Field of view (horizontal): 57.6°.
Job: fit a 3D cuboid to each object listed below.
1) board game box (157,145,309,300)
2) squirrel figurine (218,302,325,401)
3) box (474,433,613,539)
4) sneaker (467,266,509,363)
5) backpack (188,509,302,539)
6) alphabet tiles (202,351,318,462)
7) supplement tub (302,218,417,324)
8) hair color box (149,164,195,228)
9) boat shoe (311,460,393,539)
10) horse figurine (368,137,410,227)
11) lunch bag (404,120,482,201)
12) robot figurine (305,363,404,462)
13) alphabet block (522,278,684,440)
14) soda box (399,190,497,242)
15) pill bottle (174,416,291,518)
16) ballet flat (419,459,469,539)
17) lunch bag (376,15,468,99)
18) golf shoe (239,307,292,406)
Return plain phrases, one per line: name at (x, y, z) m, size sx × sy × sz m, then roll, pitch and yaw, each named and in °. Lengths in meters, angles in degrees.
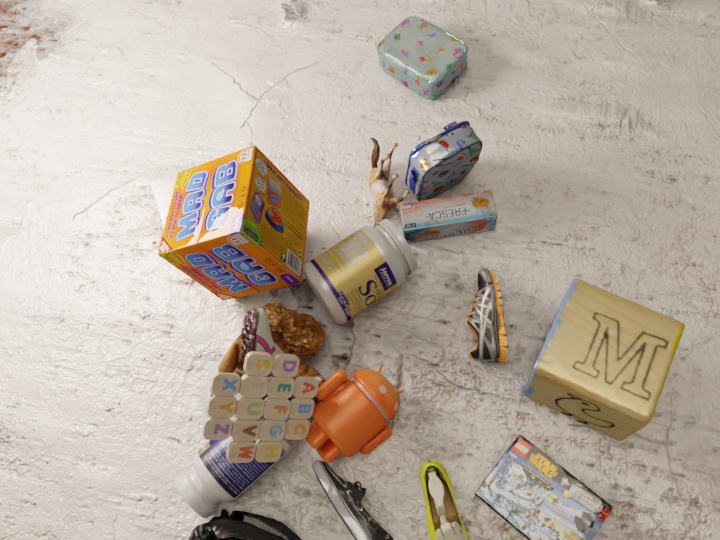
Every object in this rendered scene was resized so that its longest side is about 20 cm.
board game box at (-0.243, -0.087, 1.305) m, size 0.199 × 0.200 × 0.201 m, roll -13°, pitch 56°, yaw 26°
squirrel figurine at (-0.142, 0.168, 1.276) m, size 0.186 × 0.142 × 0.201 m, roll 25°, pitch 74°, yaw 9°
box at (0.324, 0.410, 1.167) m, size 0.200 × 0.040 × 0.137 m, roll 38°, pitch 77°, yaw 20°
sneaker at (0.247, 0.087, 1.298) m, size 0.077 × 0.078 × 0.201 m, roll -8°, pitch 65°, yaw 13°
backpack at (-0.191, 0.506, 1.135) m, size 0.199 × 0.167 × 0.127 m, roll 14°, pitch 89°, yaw 9°
alphabet tiles at (-0.170, 0.241, 1.144) m, size 0.195 × 0.015 × 0.201 m, roll 8°, pitch 98°, yaw -28°
supplement tub at (0.000, 0.000, 1.324) m, size 0.200 × 0.146 × 0.146 m, roll -33°, pitch 67°, yaw -7°
hair color box at (-0.388, -0.127, 1.469) m, size 0.111 × 0.064 × 0.201 m, roll -22°, pitch 65°, yaw -4°
boat shoe at (-0.013, 0.421, 1.188) m, size 0.066 × 0.070 × 0.200 m, roll -32°, pitch 67°, yaw -16°
horse figurine at (0.052, -0.191, 1.428) m, size 0.050 × 0.133 × 0.201 m, roll 2°, pitch 58°, yaw -25°
lunch bag at (0.167, -0.226, 1.372) m, size 0.160 × 0.200 × 0.076 m, roll -29°, pitch 75°, yaw -7°
robot figurine at (-0.012, 0.265, 1.226) m, size 0.200 × 0.117 × 0.144 m, roll -40°, pitch 69°, yaw -11°
alphabet block at (0.429, 0.163, 1.180) m, size 0.199 × 0.195 × 0.197 m, roll 24°, pitch 73°, yaw 17°
soda box at (0.187, -0.114, 1.396) m, size 0.199 × 0.064 × 0.069 m, roll -9°, pitch 66°, yaw 4°
pill bottle at (-0.236, 0.354, 1.214) m, size 0.200 × 0.116 × 0.116 m, roll -40°, pitch 68°, yaw -12°
ballet flat at (0.148, 0.436, 1.161) m, size 0.067 × 0.067 × 0.201 m, roll -15°, pitch 66°, yaw -1°
lunch bag at (0.154, -0.511, 1.565) m, size 0.200 × 0.077 × 0.160 m, roll 38°, pitch 75°, yaw 20°
golf shoe at (-0.166, 0.161, 1.178) m, size 0.092 × 0.073 × 0.201 m, roll -8°, pitch 103°, yaw -23°
